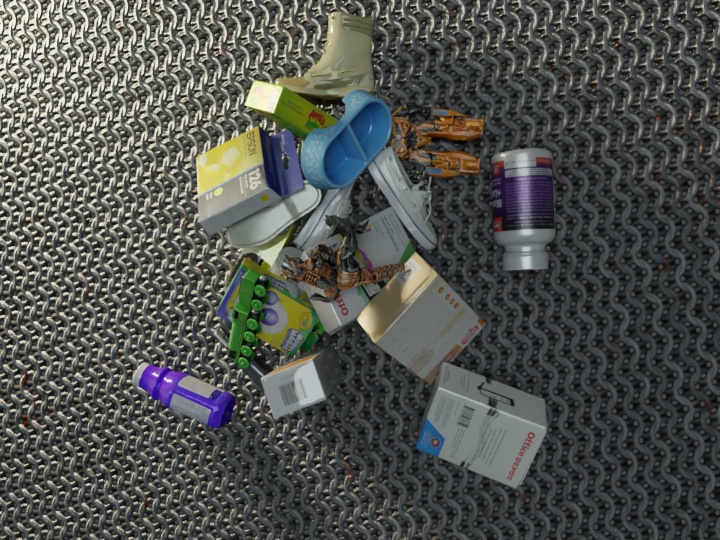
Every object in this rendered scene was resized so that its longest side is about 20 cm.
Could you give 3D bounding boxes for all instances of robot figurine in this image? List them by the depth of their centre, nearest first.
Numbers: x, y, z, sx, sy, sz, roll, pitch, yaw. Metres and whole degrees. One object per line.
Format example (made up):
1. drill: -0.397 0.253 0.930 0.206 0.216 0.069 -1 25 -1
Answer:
1. robot figurine: 0.127 -0.238 1.139 0.193 0.058 0.150 6 89 7

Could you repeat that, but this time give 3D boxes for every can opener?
1. can opener: -0.200 0.168 1.182 0.199 0.053 0.067 42 100 5

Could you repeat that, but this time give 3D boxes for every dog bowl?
1. dog bowl: -0.018 -0.225 1.069 0.049 0.112 0.201 22 64 45

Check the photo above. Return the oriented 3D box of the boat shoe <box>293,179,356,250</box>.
1. boat shoe: -0.048 -0.118 1.163 0.065 0.074 0.202 35 97 -11

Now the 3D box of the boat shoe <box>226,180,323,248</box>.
1. boat shoe: -0.154 -0.103 1.123 0.197 0.062 0.076 -34 90 7

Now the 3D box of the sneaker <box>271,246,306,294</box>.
1. sneaker: -0.079 0.032 1.167 0.196 0.076 0.089 29 131 -9

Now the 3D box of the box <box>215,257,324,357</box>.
1. box: -0.157 0.078 1.137 0.196 0.049 0.118 29 118 -14

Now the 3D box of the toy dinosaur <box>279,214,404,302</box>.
1. toy dinosaur: -0.032 -0.016 1.011 0.194 0.101 0.141 4 89 -27

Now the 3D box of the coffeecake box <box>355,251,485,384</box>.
1. coffeecake box: 0.110 0.089 1.073 0.154 0.199 0.073 -46 45 3

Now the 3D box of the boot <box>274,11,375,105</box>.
1. boot: -0.068 -0.400 1.157 0.193 0.073 0.161 1 90 5

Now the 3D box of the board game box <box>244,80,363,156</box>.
1. board game box: -0.096 -0.264 1.088 0.101 0.197 0.049 28 94 46

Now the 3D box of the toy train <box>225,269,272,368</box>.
1. toy train: -0.204 0.090 1.101 0.055 0.042 0.204 21 120 5

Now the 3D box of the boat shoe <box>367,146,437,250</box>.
1. boat shoe: 0.099 -0.138 1.119 0.085 0.075 0.204 -33 100 15

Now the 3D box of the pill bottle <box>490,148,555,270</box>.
1. pill bottle: 0.290 -0.104 1.092 0.107 0.111 0.208 -2 89 7

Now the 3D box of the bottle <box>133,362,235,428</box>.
1. bottle: -0.342 0.238 1.186 0.195 0.083 0.067 21 93 6

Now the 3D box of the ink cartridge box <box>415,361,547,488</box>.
1. ink cartridge box: 0.213 0.274 1.090 0.194 0.085 0.150 20 119 5

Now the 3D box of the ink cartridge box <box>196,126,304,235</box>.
1. ink cartridge box: -0.210 -0.182 1.134 0.196 0.047 0.201 -26 45 9

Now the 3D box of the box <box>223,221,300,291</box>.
1. box: -0.187 -0.035 1.184 0.074 0.050 0.205 26 93 6

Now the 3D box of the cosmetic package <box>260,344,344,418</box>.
1. cosmetic package: -0.097 0.192 1.096 0.099 0.200 0.073 -21 87 6

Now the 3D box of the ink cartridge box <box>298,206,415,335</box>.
1. ink cartridge box: 0.000 0.000 1.101 0.196 0.084 0.148 -28 86 -23
